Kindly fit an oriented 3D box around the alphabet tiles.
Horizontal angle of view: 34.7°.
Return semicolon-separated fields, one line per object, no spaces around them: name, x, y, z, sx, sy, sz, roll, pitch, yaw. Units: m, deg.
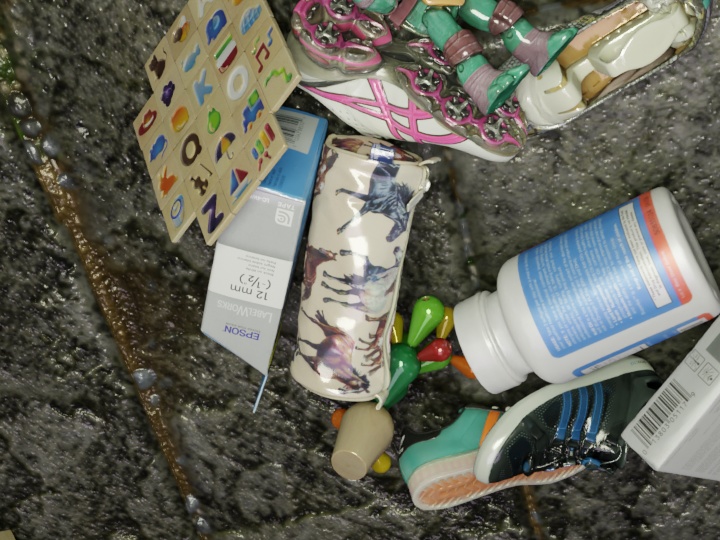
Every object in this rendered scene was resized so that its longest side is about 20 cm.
alphabet tiles;-0.110;-0.123;0.846;0.006;0.201;0.167;14;129;-40

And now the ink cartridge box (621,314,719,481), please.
ink cartridge box;0.325;0.103;0.959;0.199;0.057;0.163;15;116;-50

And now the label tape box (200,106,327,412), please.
label tape box;-0.082;-0.012;0.926;0.065;0.144;0.202;15;121;-3

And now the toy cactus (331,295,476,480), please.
toy cactus;0.023;0.118;0.980;0.102;0.165;0.200;36;129;-3

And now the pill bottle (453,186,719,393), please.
pill bottle;0.179;0.023;0.934;0.198;0.113;0.113;-26;115;19

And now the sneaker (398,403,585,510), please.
sneaker;0.130;0.151;1.046;0.197;0.080;0.072;-11;138;-11

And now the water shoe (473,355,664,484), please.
water shoe;0.186;0.135;0.963;0.198;0.079;0.072;-24;142;-25

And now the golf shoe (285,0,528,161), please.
golf shoe;0.034;-0.135;0.882;0.198;0.073;0.092;29;147;4

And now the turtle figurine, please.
turtle figurine;0.054;-0.210;0.818;0.150;0.101;0.200;-42;85;-15

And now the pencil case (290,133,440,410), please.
pencil case;0.000;0.000;0.885;0.089;0.078;0.203;14;100;26

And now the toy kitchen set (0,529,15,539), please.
toy kitchen set;-0.349;0.404;1.251;0.163;0.180;0.201;-42;69;23

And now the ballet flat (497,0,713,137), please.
ballet flat;0.169;-0.153;0.856;0.199;0.072;0.072;-31;113;23
